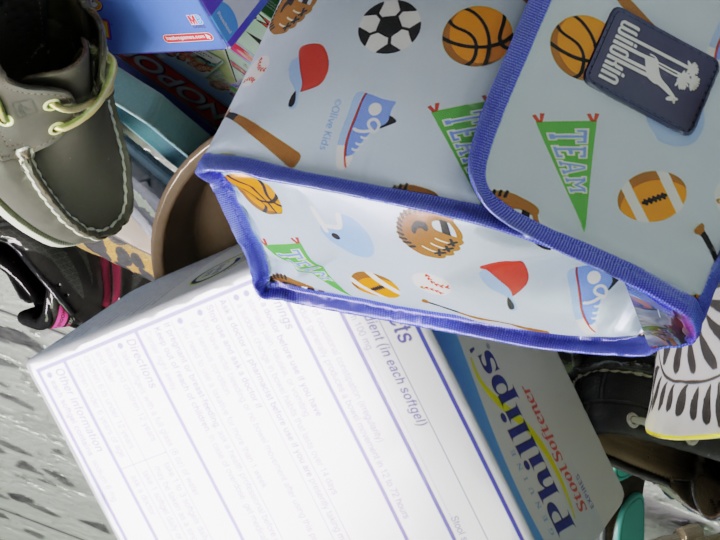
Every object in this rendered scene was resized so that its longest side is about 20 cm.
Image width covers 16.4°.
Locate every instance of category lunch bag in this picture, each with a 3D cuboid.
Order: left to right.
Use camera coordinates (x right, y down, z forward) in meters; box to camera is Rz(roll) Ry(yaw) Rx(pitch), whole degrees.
[{"bbox_3d":[0.062,-0.066,0.962,0.200,0.170,0.124,13,155,24],"label":"lunch bag"}]

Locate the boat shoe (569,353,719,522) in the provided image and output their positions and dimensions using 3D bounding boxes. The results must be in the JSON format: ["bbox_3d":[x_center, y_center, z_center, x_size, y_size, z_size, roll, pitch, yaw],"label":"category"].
[{"bbox_3d":[0.173,0.091,1.195,0.074,0.060,0.200,-16,142,41],"label":"boat shoe"}]

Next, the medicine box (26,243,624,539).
[{"bbox_3d":[-0.015,0.073,1.123,0.200,0.103,0.183,-22,99,28],"label":"medicine box"}]

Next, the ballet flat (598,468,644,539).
[{"bbox_3d":[0.122,0.103,1.300,0.073,0.201,0.073,7,-162,-2],"label":"ballet flat"}]

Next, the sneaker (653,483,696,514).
[{"bbox_3d":[0.229,0.077,1.285,0.200,0.077,0.085,-3,138,32],"label":"sneaker"}]

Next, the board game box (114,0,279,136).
[{"bbox_3d":[-0.059,-0.103,1.167,0.200,0.029,0.134,35,153,-30],"label":"board game box"}]

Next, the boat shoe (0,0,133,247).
[{"bbox_3d":[-0.138,-0.089,1.026,0.060,0.072,0.202,10,135,39],"label":"boat shoe"}]

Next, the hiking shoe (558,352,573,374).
[{"bbox_3d":[0.155,0.011,1.199,0.199,0.076,0.101,11,149,1],"label":"hiking shoe"}]

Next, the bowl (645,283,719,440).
[{"bbox_3d":[0.200,-0.005,1.030,0.200,0.094,0.201,-18,-177,1],"label":"bowl"}]

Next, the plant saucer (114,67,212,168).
[{"bbox_3d":[-0.087,-0.063,1.222,0.070,0.019,0.200,32,176,23],"label":"plant saucer"}]

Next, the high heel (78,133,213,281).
[{"bbox_3d":[-0.115,-0.019,1.306,0.142,0.071,0.200,40,166,-15],"label":"high heel"}]

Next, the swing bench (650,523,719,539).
[{"bbox_3d":[0.157,0.222,1.477,0.198,0.130,0.200,-10,177,-31],"label":"swing bench"}]

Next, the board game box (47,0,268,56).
[{"bbox_3d":[-0.147,-0.155,1.057,0.200,0.045,0.135,2,134,39],"label":"board game box"}]

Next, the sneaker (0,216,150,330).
[{"bbox_3d":[-0.153,0.006,1.428,0.200,0.084,0.077,25,158,-9],"label":"sneaker"}]

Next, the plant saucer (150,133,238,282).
[{"bbox_3d":[0.000,0.000,1.180,0.199,0.030,0.200,8,129,10],"label":"plant saucer"}]
